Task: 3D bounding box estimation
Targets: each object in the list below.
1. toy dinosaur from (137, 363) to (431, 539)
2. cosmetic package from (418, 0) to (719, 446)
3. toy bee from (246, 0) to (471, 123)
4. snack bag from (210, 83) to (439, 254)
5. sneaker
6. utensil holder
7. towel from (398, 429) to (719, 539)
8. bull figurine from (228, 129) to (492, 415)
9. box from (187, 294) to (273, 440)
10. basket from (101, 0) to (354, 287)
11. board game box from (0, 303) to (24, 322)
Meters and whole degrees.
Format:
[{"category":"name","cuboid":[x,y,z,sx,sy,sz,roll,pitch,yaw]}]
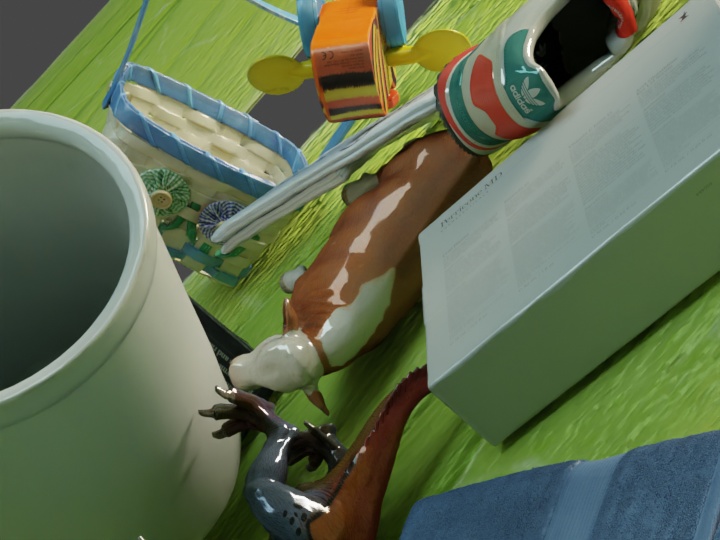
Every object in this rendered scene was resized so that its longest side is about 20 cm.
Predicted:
[{"category":"toy dinosaur","cuboid":[-0.033,0.139,0.732,0.199,0.105,0.182,-29,46,16]},{"category":"cosmetic package","cuboid":[0.116,-0.029,0.765,0.200,0.052,0.151,-41,24,20]},{"category":"toy bee","cuboid":[0.008,-0.137,1.008,0.130,0.109,0.200,5,37,25]},{"category":"snack bag","cuboid":[0.020,-0.086,1.004,0.199,0.021,0.189,-30,5,28]},{"category":"sneaker","cuboid":[0.129,-0.137,0.871,0.200,0.070,0.093,-44,17,-29]},{"category":"utensil holder","cuboid":[-0.156,0.048,0.795,0.169,0.200,0.171,-6,56,9]},{"category":"towel","cuboid":[0.080,0.120,0.583,0.200,0.049,0.112,-21,34,50]},{"category":"bull figurine","cuboid":[0.000,0.000,0.922,0.200,0.065,0.121,-48,14,-11]},{"category":"box","cuboid":[-0.181,0.118,1.006,0.196,0.117,0.201,-14,39,57]},{"category":"basket","cuboid":[-0.099,-0.101,1.156,0.201,0.176,0.139,-63,18,15]},{"category":"board game box","cuboid":[-0.276,0.014,0.947,0.134,0.034,0.200,-37,27,-14]}]
